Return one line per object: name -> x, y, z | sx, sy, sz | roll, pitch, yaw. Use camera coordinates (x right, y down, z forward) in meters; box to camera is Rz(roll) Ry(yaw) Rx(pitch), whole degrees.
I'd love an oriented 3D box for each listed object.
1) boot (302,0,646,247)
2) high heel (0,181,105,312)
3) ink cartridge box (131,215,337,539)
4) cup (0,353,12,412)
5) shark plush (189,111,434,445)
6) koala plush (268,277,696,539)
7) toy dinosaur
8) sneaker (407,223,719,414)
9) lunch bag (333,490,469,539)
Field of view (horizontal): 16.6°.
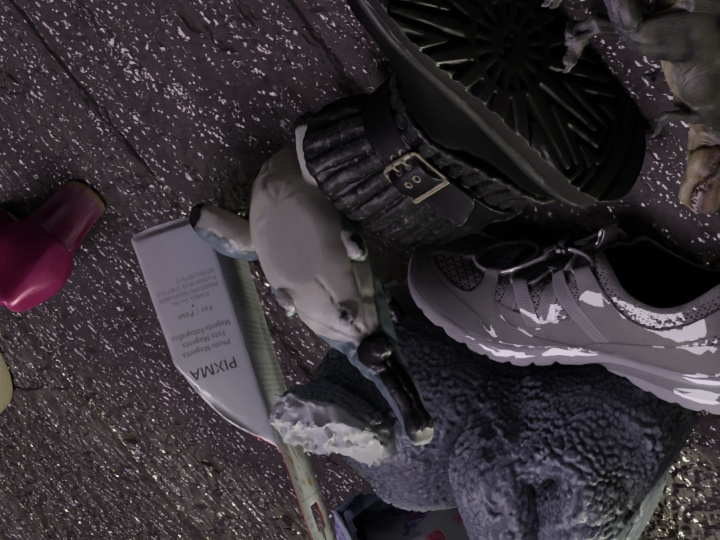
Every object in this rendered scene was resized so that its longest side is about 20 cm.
boot -> 0.021, -0.094, 1.189 | 0.158, 0.079, 0.211 | -8, 129, 52
high heel -> -0.232, 0.009, 1.595 | 0.067, 0.096, 0.200 | 45, 150, -15
ink cartridge box -> -0.068, 0.071, 1.392 | 0.163, 0.057, 0.200 | 33, -137, -86
cup -> -0.379, 0.087, 1.821 | 0.200, 0.143, 0.200 | 27, 150, 17
shark plush -> 0.000, 0.000, 1.283 | 0.083, 0.091, 0.200 | 31, -167, -51
koala plush -> 0.061, 0.088, 1.333 | 0.200, 0.177, 0.184 | 31, 130, 12
toy dinosaur -> 0.129, -0.108, 1.089 | 0.088, 0.048, 0.200 | 9, 142, 17
sneaker -> 0.117, 0.004, 1.257 | 0.200, 0.075, 0.082 | 13, 130, 24
lunch bag -> 0.068, 0.241, 1.577 | 0.200, 0.127, 0.170 | 28, 144, 22
